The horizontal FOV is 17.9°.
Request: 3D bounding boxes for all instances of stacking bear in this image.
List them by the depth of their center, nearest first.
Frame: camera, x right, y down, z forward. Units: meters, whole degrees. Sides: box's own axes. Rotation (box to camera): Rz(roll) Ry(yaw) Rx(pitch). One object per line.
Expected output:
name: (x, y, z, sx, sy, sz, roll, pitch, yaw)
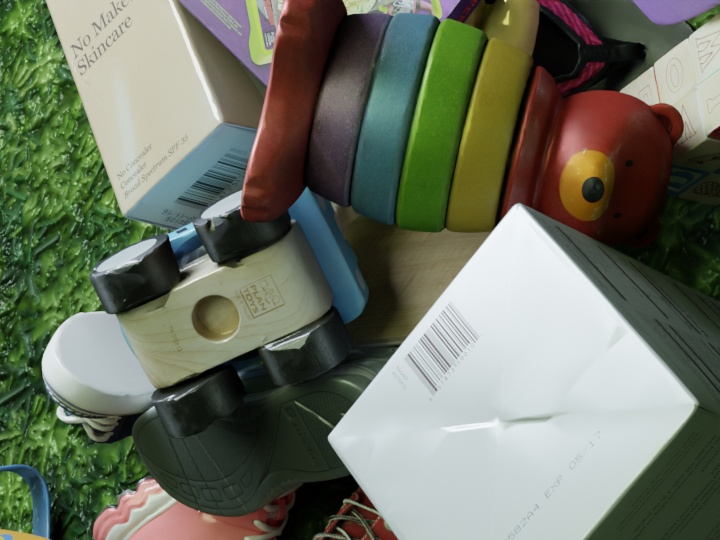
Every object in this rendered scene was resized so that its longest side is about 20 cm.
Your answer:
stacking bear: (0.056, -0.065, 1.119, 0.199, 0.114, 0.122, 14, 103, 5)

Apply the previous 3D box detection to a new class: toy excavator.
toy excavator: (-0.035, -0.016, 1.247, 0.194, 0.200, 0.100, -25, 103, 12)

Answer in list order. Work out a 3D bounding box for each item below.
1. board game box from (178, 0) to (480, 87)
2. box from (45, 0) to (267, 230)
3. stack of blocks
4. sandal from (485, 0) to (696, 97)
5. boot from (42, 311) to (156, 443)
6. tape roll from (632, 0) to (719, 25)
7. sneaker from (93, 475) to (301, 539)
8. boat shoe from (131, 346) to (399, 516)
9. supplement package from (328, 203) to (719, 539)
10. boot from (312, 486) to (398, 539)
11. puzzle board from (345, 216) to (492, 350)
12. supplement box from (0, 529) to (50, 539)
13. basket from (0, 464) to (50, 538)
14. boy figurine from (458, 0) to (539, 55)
board game box: (-0.037, -0.169, 1.217, 0.200, 0.032, 0.120, 45, 111, 19)
box: (-0.111, -0.129, 1.310, 0.095, 0.078, 0.201, -42, 57, 28)
stack of blocks: (0.235, -0.100, 1.120, 0.200, 0.115, 0.059, -37, 51, 48)
sandal: (0.089, -0.121, 1.257, 0.199, 0.045, 0.076, 10, 93, 14)
boot: (-0.149, 0.073, 1.360, 0.073, 0.200, 0.090, 40, 109, 9)
tape roll: (0.201, -0.217, 1.152, 0.200, 0.066, 0.200, -43, 13, 13)
sneaker: (-0.065, 0.135, 1.346, 0.200, 0.074, 0.087, -39, 72, 24)
boat shoe: (-0.046, 0.084, 1.257, 0.201, 0.065, 0.075, -20, 101, 43)
supplement package: (0.124, 0.094, 1.091, 0.152, 0.200, 0.151, -51, 49, 15)
boot: (-0.008, 0.147, 1.227, 0.072, 0.144, 0.201, 14, 83, 44)
puzzle board: (0.000, 0.000, 1.309, 0.199, 0.017, 0.151, -8, 35, 39)
supplement box: (-0.190, 0.253, 1.326, 0.069, 0.066, 0.201, -1, 115, 43)
basket: (-0.260, 0.219, 1.399, 0.139, 0.176, 0.201, -10, 79, 44)
boy figurine: (0.049, -0.120, 1.225, 0.124, 0.064, 0.201, -28, 81, 27)
